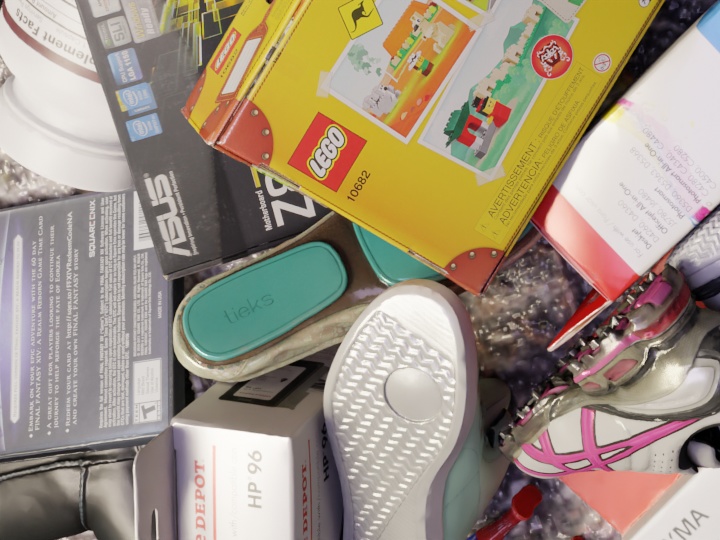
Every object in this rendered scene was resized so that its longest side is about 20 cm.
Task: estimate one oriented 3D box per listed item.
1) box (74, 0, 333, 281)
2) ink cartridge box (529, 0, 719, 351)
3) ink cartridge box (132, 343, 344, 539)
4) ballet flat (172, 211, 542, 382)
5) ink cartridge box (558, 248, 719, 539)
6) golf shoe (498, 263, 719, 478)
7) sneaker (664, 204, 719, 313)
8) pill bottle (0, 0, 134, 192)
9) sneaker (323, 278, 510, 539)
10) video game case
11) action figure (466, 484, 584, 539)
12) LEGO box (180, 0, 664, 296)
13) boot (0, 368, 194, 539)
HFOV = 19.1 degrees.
[{"bbox_3d":[-0.047,-0.108,1.030,0.160,0.049,0.201,-16,125,-4],"label":"box"},{"bbox_3d":[0.148,-0.061,1.002,0.067,0.116,0.200,46,115,1],"label":"ink cartridge box"},{"bbox_3d":[-0.043,0.113,1.083,0.067,0.200,0.117,6,109,19],"label":"ink cartridge box"},{"bbox_3d":[0.000,0.000,1.060,0.199,0.062,0.068,-21,72,0],"label":"ballet flat"},{"bbox_3d":[0.191,0.081,1.072,0.173,0.044,0.200,41,116,3],"label":"ink cartridge box"},{"bbox_3d":[0.128,0.073,1.017,0.092,0.073,0.200,42,156,1],"label":"golf shoe"},{"bbox_3d":[0.247,-0.023,0.979,0.200,0.075,0.115,-39,88,4],"label":"sneaker"},{"bbox_3d":[-0.117,-0.147,1.080,0.112,0.113,0.201,29,115,10],"label":"pill bottle"},{"bbox_3d":[0.037,0.064,1.076,0.073,0.118,0.201,18,130,17],"label":"sneaker"},{"bbox_3d":[-0.188,0.034,1.172,0.199,0.019,0.144,-9,70,22],"label":"video game case"},{"bbox_3d":[0.036,0.199,1.166,0.065,0.052,0.200,44,118,-2],"label":"action figure"},{"bbox_3d":[0.036,-0.114,0.955,0.148,0.077,0.201,30,97,-21],"label":"LEGO box"},{"bbox_3d":[-0.162,0.141,1.208,0.161,0.073,0.200,-10,95,21],"label":"boot"}]
